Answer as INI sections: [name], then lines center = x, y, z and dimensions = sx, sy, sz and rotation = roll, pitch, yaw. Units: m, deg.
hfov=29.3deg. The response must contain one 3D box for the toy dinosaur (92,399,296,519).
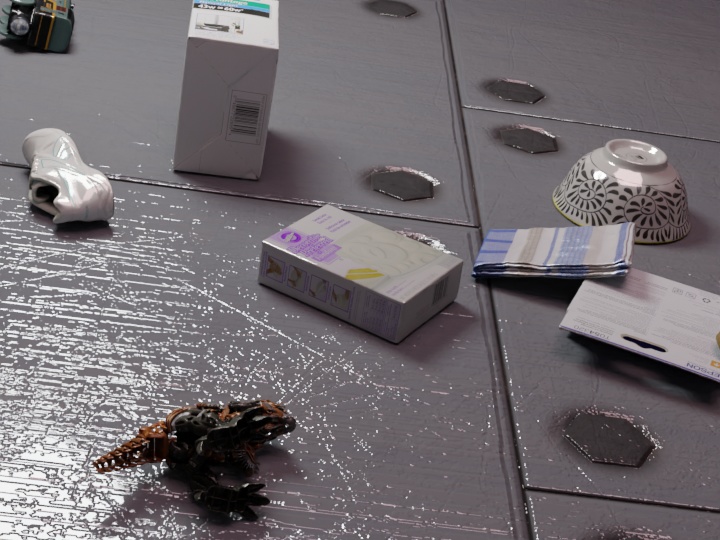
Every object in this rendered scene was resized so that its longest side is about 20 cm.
[toy dinosaur]
center = -0.146, 0.167, 1.281
dimensions = 0.200, 0.102, 0.136
rotation = -30, 29, -25

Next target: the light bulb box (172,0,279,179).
[light bulb box]
center = -0.185, -0.261, 1.906
dimensions = 0.125, 0.199, 0.200
rotation = 7, 29, -7

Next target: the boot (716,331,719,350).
[boot]
center = 0.524, 0.062, 1.550
dimensions = 0.200, 0.155, 0.072
rotation = 18, 36, -16

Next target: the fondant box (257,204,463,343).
[fondant box]
center = 0.000, 0.000, 1.635
dimensions = 0.200, 0.058, 0.144
rotation = 22, 31, 25

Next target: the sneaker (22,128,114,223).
[sneaker]
center = -0.386, -0.121, 1.727
dimensions = 0.080, 0.071, 0.200
rotation = -15, 37, -33

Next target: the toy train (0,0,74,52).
[toy train]
center = -0.519, -0.417, 2.224
dimensions = 0.114, 0.085, 0.200
rotation = 14, 24, -17

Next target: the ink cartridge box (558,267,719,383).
[ink cartridge box]
center = 0.347, 0.068, 1.632
dimensions = 0.196, 0.043, 0.200
rotation = 19, 32, 16

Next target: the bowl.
[bowl]
center = 0.378, -0.126, 1.941
dimensions = 0.200, 0.094, 0.201
rotation = 7, 27, -4

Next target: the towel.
[towel]
center = 0.248, -0.028, 1.740
dimensions = 0.200, 0.024, 0.147
rotation = -1, 23, 16
